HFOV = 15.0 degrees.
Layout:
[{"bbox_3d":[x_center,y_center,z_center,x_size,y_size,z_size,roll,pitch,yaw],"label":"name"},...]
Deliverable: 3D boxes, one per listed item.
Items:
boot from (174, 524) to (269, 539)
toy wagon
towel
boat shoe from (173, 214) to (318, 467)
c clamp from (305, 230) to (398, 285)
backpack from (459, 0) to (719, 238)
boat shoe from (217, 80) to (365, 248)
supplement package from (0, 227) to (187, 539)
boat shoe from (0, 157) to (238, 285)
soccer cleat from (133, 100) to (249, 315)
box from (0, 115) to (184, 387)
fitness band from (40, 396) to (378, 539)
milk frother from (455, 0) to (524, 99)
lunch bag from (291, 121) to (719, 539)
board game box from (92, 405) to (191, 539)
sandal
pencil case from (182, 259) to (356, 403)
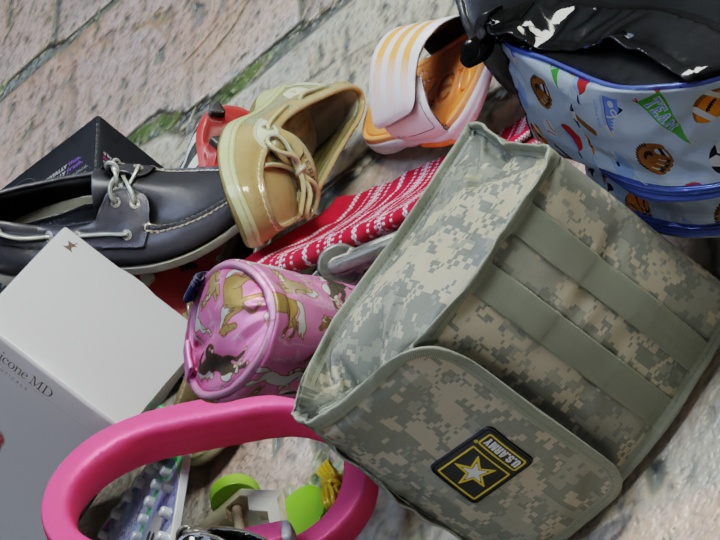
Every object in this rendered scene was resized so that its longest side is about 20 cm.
[{"bbox_3d":[-0.039,0.180,1.465,0.200,0.174,0.069,7,66,49],"label":"boot"},{"bbox_3d":[-0.075,0.192,1.654,0.200,0.040,0.155,-40,32,19],"label":"toy wagon"},{"bbox_3d":[0.023,-0.044,1.715,0.200,0.023,0.145,-23,8,40],"label":"towel"},{"bbox_3d":[-0.088,0.034,1.812,0.072,0.065,0.200,-6,54,52],"label":"boat shoe"},{"bbox_3d":[0.000,0.000,1.657,0.171,0.027,0.200,-17,-5,-17],"label":"c clamp"},{"bbox_3d":[0.187,-0.104,1.463,0.200,0.154,0.190,-31,21,-11],"label":"backpack"},{"bbox_3d":[-0.043,-0.076,1.786,0.063,0.073,0.201,-16,16,17],"label":"boat shoe"},{"bbox_3d":[-0.211,0.095,1.773,0.200,0.121,0.120,-54,-2,40],"label":"supplement package"},{"bbox_3d":[-0.165,-0.040,1.825,0.200,0.063,0.073,-12,42,16],"label":"boat shoe"},{"bbox_3d":[-0.113,-0.028,1.910,0.085,0.069,0.200,112,175,-56],"label":"soccer cleat"},{"bbox_3d":[-0.195,0.010,1.944,0.122,0.106,0.200,-34,35,26],"label":"box"},{"bbox_3d":[-0.089,0.129,1.601,0.200,0.037,0.144,-10,38,7],"label":"fitness band"},{"bbox_3d":[0.137,-0.233,1.653,0.188,0.200,0.181,-31,32,32],"label":"milk frother"},{"bbox_3d":[0.080,0.048,1.466,0.200,0.164,0.118,-55,27,-4],"label":"lunch bag"},{"bbox_3d":[-0.162,0.209,1.701,0.200,0.026,0.200,-53,22,44],"label":"board game box"},{"bbox_3d":[0.028,-0.118,1.775,0.207,0.059,0.079,-22,51,66],"label":"sandal"},{"bbox_3d":[-0.010,0.046,1.562,0.086,0.200,0.083,26,101,46],"label":"pencil case"}]
